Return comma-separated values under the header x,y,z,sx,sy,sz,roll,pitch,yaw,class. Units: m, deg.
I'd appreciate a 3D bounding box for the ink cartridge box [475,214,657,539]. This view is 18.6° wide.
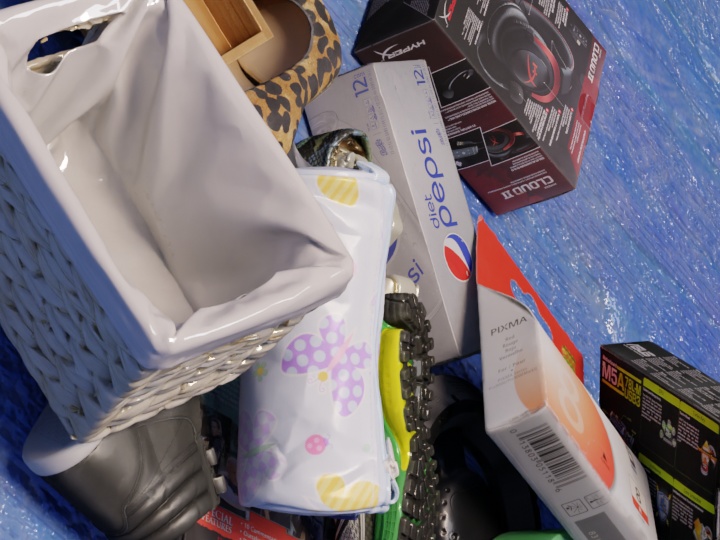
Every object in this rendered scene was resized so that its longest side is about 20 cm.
x,y,z,sx,sy,sz,roll,pitch,yaw,class
0.134,0.073,1.421,0.162,0.050,0.200,51,28,-36,ink cartridge box

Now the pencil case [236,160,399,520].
x,y,z,sx,sy,sz,roll,pitch,yaw,class
-0.024,0.040,1.221,0.083,0.091,0.200,5,83,-55,pencil case

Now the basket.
x,y,z,sx,sy,sz,roll,pitch,yaw,class
-0.123,-0.030,1.122,0.135,0.123,0.200,-22,73,-39,basket

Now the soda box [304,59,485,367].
x,y,z,sx,sy,sz,roll,pitch,yaw,class
0.029,-0.035,1.441,0.068,0.063,0.200,-12,85,-57,soda box

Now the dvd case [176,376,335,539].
x,y,z,sx,sy,sz,roll,pitch,yaw,class
-0.056,0.114,1.296,0.146,0.022,0.200,32,52,-42,dvd case

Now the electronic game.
x,y,z,sx,sy,sz,roll,pitch,yaw,class
0.061,0.167,1.411,0.200,0.042,0.200,21,64,-54,electronic game

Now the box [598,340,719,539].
x,y,z,sx,sy,sz,roll,pitch,yaw,class
0.211,0.163,1.452,0.047,0.200,0.194,-1,102,-16,box

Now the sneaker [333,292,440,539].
x,y,z,sx,sy,sz,roll,pitch,yaw,class
-0.001,0.114,1.297,0.078,0.085,0.200,0,88,-72,sneaker

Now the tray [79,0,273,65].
x,y,z,sx,sy,sz,roll,pitch,yaw,class
-0.139,-0.192,1.217,0.099,0.037,0.200,-38,98,-46,tray

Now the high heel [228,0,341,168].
x,y,z,sx,sy,sz,roll,pitch,yaw,class
-0.065,-0.140,1.322,0.143,0.071,0.200,40,37,-62,high heel

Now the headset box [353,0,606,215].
x,y,z,sx,sy,sz,roll,pitch,yaw,class
0.096,-0.149,1.575,0.200,0.075,0.149,46,42,-31,headset box

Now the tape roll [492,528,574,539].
x,y,z,sx,sy,sz,roll,pitch,yaw,class
0.123,0.266,1.398,0.200,0.048,0.201,23,63,-58,tape roll

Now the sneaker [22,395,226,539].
x,y,z,sx,sy,sz,roll,pitch,yaw,class
-0.105,0.075,1.212,0.099,0.071,0.200,59,40,-24,sneaker

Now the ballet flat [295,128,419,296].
x,y,z,sx,sy,sz,roll,pitch,yaw,class
0.000,0.000,1.360,0.074,0.074,0.200,10,59,-51,ballet flat
